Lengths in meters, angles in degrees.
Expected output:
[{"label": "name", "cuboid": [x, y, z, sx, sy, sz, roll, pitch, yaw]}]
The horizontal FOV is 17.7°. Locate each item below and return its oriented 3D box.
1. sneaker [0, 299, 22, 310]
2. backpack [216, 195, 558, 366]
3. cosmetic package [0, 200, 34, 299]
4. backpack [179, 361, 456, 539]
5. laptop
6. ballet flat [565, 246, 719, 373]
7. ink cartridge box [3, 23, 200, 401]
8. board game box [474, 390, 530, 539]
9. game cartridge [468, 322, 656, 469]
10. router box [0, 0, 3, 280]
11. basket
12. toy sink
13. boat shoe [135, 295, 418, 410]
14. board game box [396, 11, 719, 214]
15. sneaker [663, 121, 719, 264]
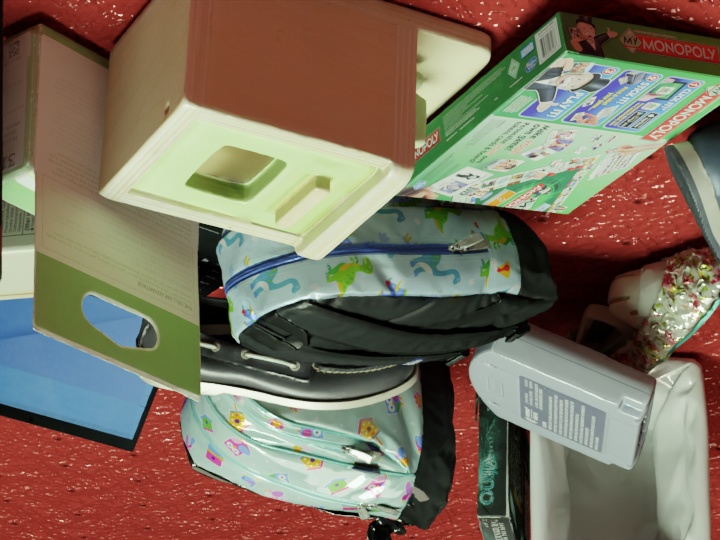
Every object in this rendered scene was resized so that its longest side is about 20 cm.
[{"label": "sneaker", "cuboid": [-0.331, 0.053, 1.686, 0.199, 0.090, 0.075, -10, 152, 24]}, {"label": "backpack", "cuboid": [0.000, 0.000, 1.512, 0.200, 0.154, 0.163, -15, 176, -38]}, {"label": "cosmetic package", "cuboid": [-0.274, -0.036, 1.488, 0.199, 0.104, 0.073, -4, 154, 15]}, {"label": "backpack", "cuboid": [-0.031, 0.101, 1.720, 0.199, 0.167, 0.127, 14, 132, -17]}, {"label": "laptop", "cuboid": [-0.181, 0.031, 1.618, 0.177, 0.104, 0.200, 18, 150, -31]}, {"label": "ballet flat", "cuboid": [0.195, 0.036, 1.645, 0.064, 0.076, 0.200, 23, 147, -8]}, {"label": "ink cartridge box", "cuboid": [-0.156, -0.029, 1.378, 0.048, 0.201, 0.145, -19, 150, 34]}, {"label": "board game box", "cuboid": [0.114, 0.167, 1.840, 0.028, 0.136, 0.200, -2, 153, 8]}, {"label": "game cartridge", "cuboid": [0.143, 0.086, 1.657, 0.133, 0.041, 0.200, 19, 166, 9]}, {"label": "router box", "cuboid": [-0.248, -0.053, 1.336, 0.062, 0.201, 0.150, 5, 155, -18]}, {"label": "basket", "cuboid": [0.199, 0.179, 1.793, 0.135, 0.201, 0.123, 0, 159, 4]}, {"label": "toy sink", "cuboid": [-0.036, -0.087, 1.357, 0.199, 0.112, 0.130, 14, 152, -25]}, {"label": "boat shoe", "cuboid": [-0.057, 0.051, 1.609, 0.199, 0.073, 0.063, 4, 119, -4]}, {"label": "board game box", "cuboid": [0.124, -0.091, 1.410, 0.134, 0.029, 0.200, 5, 155, -30]}, {"label": "sneaker", "cuboid": [0.255, -0.044, 1.482, 0.082, 0.070, 0.200, -29, 158, 7]}]
